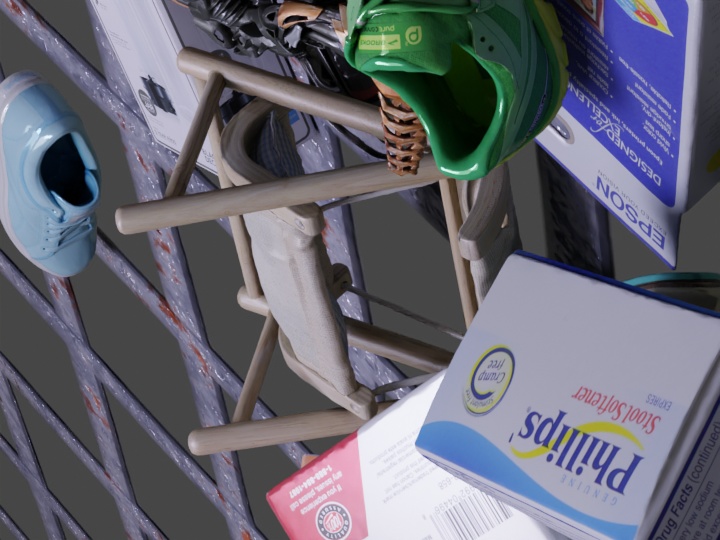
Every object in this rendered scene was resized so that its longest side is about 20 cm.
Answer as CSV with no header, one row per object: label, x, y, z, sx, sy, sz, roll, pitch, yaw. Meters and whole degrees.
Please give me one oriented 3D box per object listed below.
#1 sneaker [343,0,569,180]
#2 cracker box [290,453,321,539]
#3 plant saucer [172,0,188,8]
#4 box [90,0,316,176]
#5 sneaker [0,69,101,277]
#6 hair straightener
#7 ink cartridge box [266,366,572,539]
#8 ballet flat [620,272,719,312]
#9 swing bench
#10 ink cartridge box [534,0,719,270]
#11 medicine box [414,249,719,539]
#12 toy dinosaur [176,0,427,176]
sneaker,0.028,-0.122,1.155,0.074,0.084,0.200,-4,129,36
cracker box,0.062,0.147,1.502,0.134,0.058,0.200,4,166,23
plant saucer,-0.086,-0.232,1.424,0.200,0.032,0.201,35,134,46
box,-0.110,-0.158,1.640,0.117,0.060,0.200,28,147,56
sneaker,-0.225,-0.053,2.098,0.082,0.074,0.200,46,161,37
hair straightener,-0.027,-0.143,1.506,0.200,0.041,0.077,56,163,-15
ink cartridge box,0.070,0.150,1.325,0.144,0.084,0.200,-36,81,40
ballet flat,0.131,0.038,1.340,0.070,0.069,0.200,57,169,-3
swing bench,0.000,0.000,1.483,0.199,0.130,0.199,4,139,15
ink cartridge box,0.089,-0.126,1.218,0.198,0.047,0.200,46,162,26
medicine box,0.157,0.090,1.180,0.200,0.103,0.182,30,175,-28
toy dinosaur,-0.007,-0.125,1.262,0.135,0.102,0.201,19,119,37
